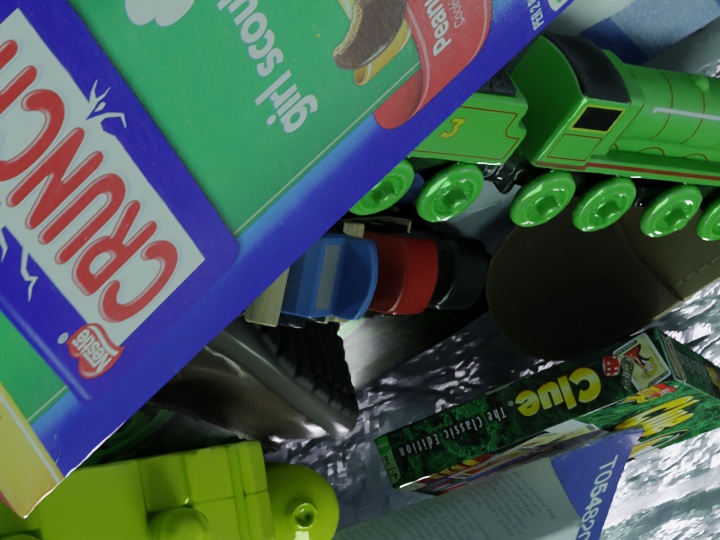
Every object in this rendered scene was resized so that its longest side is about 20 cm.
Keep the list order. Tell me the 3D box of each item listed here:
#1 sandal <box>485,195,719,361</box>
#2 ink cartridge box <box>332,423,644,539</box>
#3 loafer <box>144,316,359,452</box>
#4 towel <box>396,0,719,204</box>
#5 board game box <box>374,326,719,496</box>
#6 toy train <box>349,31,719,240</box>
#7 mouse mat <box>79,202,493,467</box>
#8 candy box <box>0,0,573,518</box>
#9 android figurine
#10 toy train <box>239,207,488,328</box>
[{"bbox_3d":[0.144,-0.033,1.004,0.211,0.078,0.070,-27,174,14],"label":"sandal"},{"bbox_3d":[0.012,0.160,1.025,0.200,0.041,0.200,-18,138,-33],"label":"ink cartridge box"},{"bbox_3d":[-0.069,0.005,0.871,0.071,0.073,0.200,-26,147,20],"label":"loafer"},{"bbox_3d":[0.030,-0.085,0.841,0.147,0.024,0.200,-32,153,12],"label":"towel"},{"bbox_3d":[0.078,0.057,1.069,0.105,0.024,0.200,-25,168,11],"label":"board game box"},{"bbox_3d":[0.063,-0.043,0.886,0.200,0.042,0.056,3,134,-45],"label":"toy train"},{"bbox_3d":[-0.056,0.036,0.998,0.200,0.008,0.161,-35,152,14],"label":"mouse mat"},{"bbox_3d":[-0.051,-0.070,0.650,0.200,0.077,0.169,-42,146,-11],"label":"candy box"},{"bbox_3d":[-0.097,0.081,0.892,0.181,0.041,0.200,-8,178,-19],"label":"android figurine"},{"bbox_3d":[0.000,0.000,0.863,0.200,0.046,0.034,-2,105,-73],"label":"toy train"}]
